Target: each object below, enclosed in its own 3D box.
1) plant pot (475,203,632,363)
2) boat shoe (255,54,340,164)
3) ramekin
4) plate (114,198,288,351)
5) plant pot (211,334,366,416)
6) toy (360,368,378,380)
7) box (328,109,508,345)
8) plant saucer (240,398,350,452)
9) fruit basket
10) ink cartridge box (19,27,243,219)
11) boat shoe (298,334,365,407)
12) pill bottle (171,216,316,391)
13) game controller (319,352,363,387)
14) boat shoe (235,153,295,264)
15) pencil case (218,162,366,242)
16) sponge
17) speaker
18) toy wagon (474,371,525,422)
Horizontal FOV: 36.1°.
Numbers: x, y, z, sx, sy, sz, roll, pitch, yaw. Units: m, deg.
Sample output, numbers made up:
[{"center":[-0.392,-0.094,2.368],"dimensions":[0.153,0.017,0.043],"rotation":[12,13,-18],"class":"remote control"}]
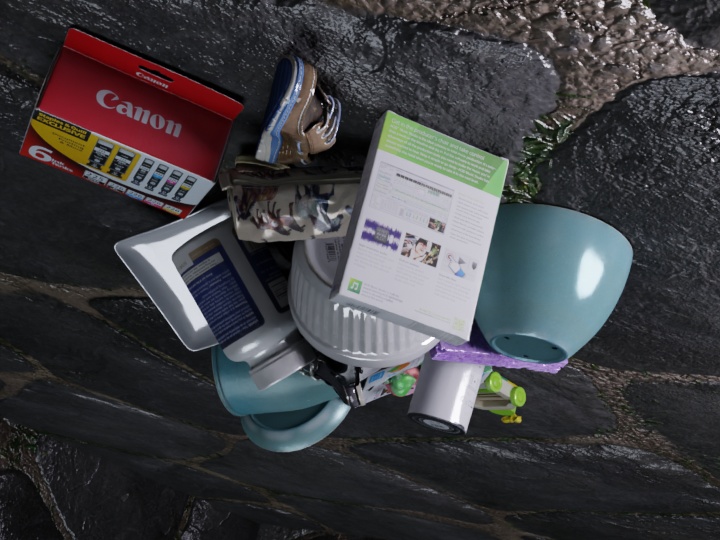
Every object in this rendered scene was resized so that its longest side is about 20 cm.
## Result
[{"center":[0.205,0.029,1.277],"dimensions":[0.199,0.136,0.200],"rotation":[12,159,5],"class":"plant pot"},{"center":[-0.056,-0.155,1.089],"dimensions":[0.072,0.073,0.200],"rotation":[12,169,-8],"class":"boat shoe"},{"center":[0.015,-0.002,1.244],"dimensions":[0.199,0.201,0.105],"rotation":[11,145,8],"class":"ramekin"},{"center":[-0.196,0.005,1.474],"dimensions":[0.199,0.032,0.200],"rotation":[-19,121,24],"class":"plate"},{"center":[-0.090,0.111,1.607],"dimensions":[0.187,0.201,0.200],"rotation":[-2,155,18],"class":"plant pot"},{"center":[0.024,0.052,1.396],"dimensions":[0.115,0.047,0.201],"rotation":[-26,147,-15],"class":"toy"},{"center":[0.061,-0.042,1.101],"dimensions":[0.144,0.201,0.036],"rotation":[21,162,-16],"class":"box"},{"center":[-0.100,0.184,1.696],"dimensions":[0.199,0.201,0.027],"rotation":[1,143,30],"class":"plant saucer"},{"center":[0.094,0.147,1.590],"dimensions":[0.199,0.094,0.185],"rotation":[-25,164,-15],"class":"fruit basket"},{"center":[-0.246,-0.151,1.181],"dimensions":[0.199,0.084,0.175],"rotation":[21,157,-17],"class":"ink cartridge box"},{"center":[-0.054,0.123,1.432],"dimensions":[0.200,0.062,0.073],"rotation":[47,154,53],"class":"boat shoe"},{"center":[-0.138,0.041,1.355],"dimensions":[0.201,0.111,0.111],"rotation":[60,152,1],"class":"pill bottle"},{"center":[-0.042,0.057,1.363],"dimensions":[0.042,0.200,0.105],"rotation":[-7,120,-18],"class":"game controller"},{"center":[-0.101,-0.067,1.313],"dimensions":[0.072,0.072,0.200],"rotation":[7,158,16],"class":"boat shoe"},{"center":[-0.048,-0.077,1.179],"dimensions":[0.198,0.078,0.090],"rotation":[-3,134,-2],"class":"pencil case"},{"center":[0.160,0.064,1.359],"dimensions":[0.199,0.112,0.030],"rotation":[9,143,-32],"class":"sponge"},{"center":[0.126,0.104,1.423],"dimensions":[0.081,0.201,0.081],"rotation":[16,163,5],"class":"speaker"},{"center":[0.201,0.205,1.849],"dimensions":[0.155,0.040,0.200],"rotation":[-7,151,44],"class":"toy wagon"}]
